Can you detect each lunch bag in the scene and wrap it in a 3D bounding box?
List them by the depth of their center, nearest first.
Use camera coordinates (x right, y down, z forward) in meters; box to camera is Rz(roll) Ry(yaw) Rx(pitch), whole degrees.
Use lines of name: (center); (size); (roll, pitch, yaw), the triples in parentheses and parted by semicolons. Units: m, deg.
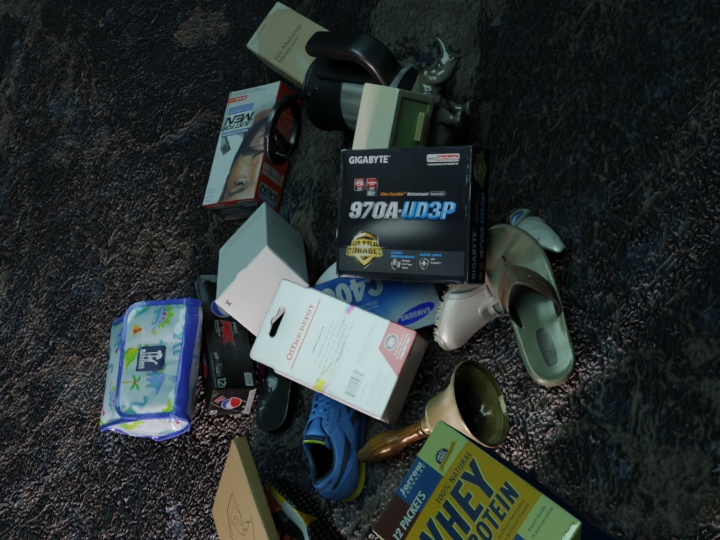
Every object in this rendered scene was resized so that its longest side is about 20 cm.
lunch bag: (-0.285, 0.140, 1.617); (0.199, 0.126, 0.173); (-22, 60, 53)

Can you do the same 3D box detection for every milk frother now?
milk frother: (-0.015, -0.215, 1.594); (0.187, 0.180, 0.203); (16, 82, 44)

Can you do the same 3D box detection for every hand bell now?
hand bell: (0.072, 0.192, 1.379); (0.199, 0.103, 0.106); (-29, 51, 36)

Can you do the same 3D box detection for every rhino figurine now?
rhino figurine: (0.104, -0.207, 1.518); (0.086, 0.060, 0.204); (4, 104, 29)

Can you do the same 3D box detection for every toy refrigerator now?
toy refrigerator: (0.034, -0.133, 1.481); (0.069, 0.075, 0.204); (17, 99, 41)

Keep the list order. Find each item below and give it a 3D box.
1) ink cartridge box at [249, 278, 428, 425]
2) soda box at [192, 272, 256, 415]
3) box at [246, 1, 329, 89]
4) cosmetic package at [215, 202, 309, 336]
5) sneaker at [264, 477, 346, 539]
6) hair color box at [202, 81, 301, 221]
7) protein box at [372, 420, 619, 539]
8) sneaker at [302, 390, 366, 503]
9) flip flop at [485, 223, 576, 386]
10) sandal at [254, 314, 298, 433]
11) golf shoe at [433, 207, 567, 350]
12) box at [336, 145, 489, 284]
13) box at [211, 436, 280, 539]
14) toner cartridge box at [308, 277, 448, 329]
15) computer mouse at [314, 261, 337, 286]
ink cartridge box: (-0.028, 0.099, 1.441); (0.198, 0.067, 0.118); (22, 85, 22)
soda box: (-0.196, 0.103, 1.629); (0.071, 0.062, 0.202); (111, 153, -49)
box: (-0.081, -0.332, 1.775); (0.096, 0.078, 0.199); (-54, 46, 1)
cosmetic package: (-0.138, -0.005, 1.584); (0.108, 0.085, 0.200); (-44, 19, 12)
sneaker: (-0.075, 0.350, 1.422); (0.091, 0.069, 0.200); (-59, 43, 14)
hair color box: (-0.167, -0.185, 1.777); (0.110, 0.064, 0.203); (-6, 65, 36)
protein box: (0.160, 0.285, 1.169); (0.199, 0.198, 0.136); (31, 87, 44)
sneaker: (-0.038, 0.193, 1.462); (0.065, 0.078, 0.203); (-24, 53, 29)
flip flop: (0.193, 0.036, 1.327); (0.080, 0.058, 0.203); (-21, 76, 10)
sandal: (-0.116, 0.121, 1.582); (0.074, 0.048, 0.204); (-16, 59, 32)
golf shoe: (0.169, 0.024, 1.390); (0.097, 0.078, 0.201); (37, 94, 38)
box: (0.061, -0.067, 1.380); (0.198, 0.046, 0.162); (4, 92, 38)
box: (-0.142, 0.339, 1.444); (0.165, 0.021, 0.201); (110, 148, -40)
toner cartridge box: (0.021, 0.041, 1.488); (0.198, 0.043, 0.096); (-20, 91, 30)
computer mouse: (0.000, 0.000, 1.556); (0.199, 0.044, 0.110); (-41, 49, 14)
